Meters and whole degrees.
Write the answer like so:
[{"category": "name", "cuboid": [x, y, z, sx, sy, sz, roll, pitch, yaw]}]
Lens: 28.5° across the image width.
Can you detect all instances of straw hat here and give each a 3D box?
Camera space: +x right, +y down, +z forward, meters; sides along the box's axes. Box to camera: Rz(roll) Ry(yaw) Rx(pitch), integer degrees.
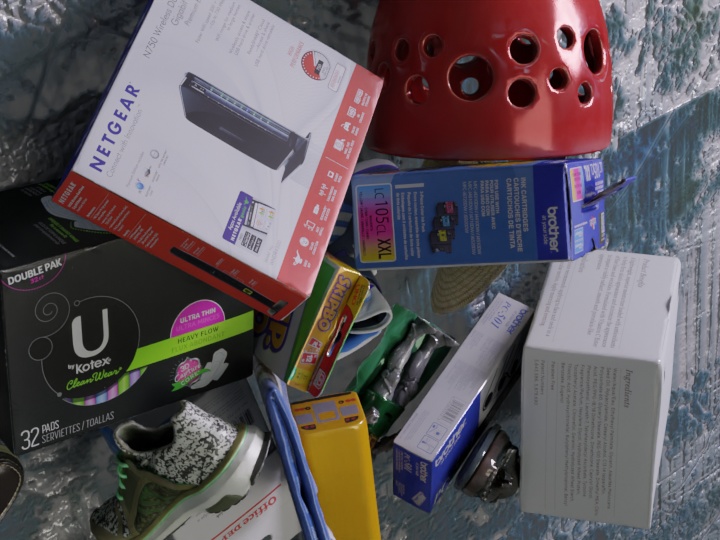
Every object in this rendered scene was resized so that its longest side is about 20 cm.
[{"category": "straw hat", "cuboid": [0.086, -0.061, 1.237, 0.085, 0.201, 0.201, 33, 87, -12]}]

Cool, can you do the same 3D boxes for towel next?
[{"category": "towel", "cuboid": [-0.053, 0.138, 1.099, 0.024, 0.200, 0.148, -17, 98, -5]}]

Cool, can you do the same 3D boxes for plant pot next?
[{"category": "plant pot", "cuboid": [0.100, -0.187, 1.132, 0.200, 0.200, 0.183, -10, 102, -38]}]

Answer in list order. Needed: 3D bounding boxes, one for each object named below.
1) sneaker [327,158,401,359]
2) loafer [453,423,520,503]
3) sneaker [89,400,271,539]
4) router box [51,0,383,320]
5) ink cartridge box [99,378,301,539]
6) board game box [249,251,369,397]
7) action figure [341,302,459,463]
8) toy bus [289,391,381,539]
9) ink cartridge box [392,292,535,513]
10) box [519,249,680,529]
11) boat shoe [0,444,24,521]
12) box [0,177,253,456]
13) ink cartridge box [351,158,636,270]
[{"category": "sneaker", "cuboid": [0.000, 0.000, 1.173, 0.200, 0.146, 0.081, -41, 133, -18]}, {"category": "loafer", "cuboid": [0.136, 0.192, 1.385, 0.072, 0.063, 0.200, -57, 172, 2]}, {"category": "sneaker", "cuboid": [-0.152, 0.143, 1.049, 0.089, 0.200, 0.077, 43, 41, -17]}, {"category": "router box", "cuboid": [-0.093, -0.092, 0.991, 0.179, 0.049, 0.201, 28, 57, -16]}, {"category": "ink cartridge box", "cuboid": [-0.131, 0.171, 1.201, 0.116, 0.068, 0.201, -36, 131, -21]}, {"category": "board game box", "cuboid": [-0.063, 0.018, 1.088, 0.030, 0.200, 0.096, 20, 97, -36]}, {"category": "action figure", "cuboid": [0.014, 0.136, 1.328, 0.118, 0.055, 0.200, 31, 94, -49]}, {"category": "toy bus", "cuboid": [-0.020, 0.206, 1.270, 0.065, 0.078, 0.201, -11, 116, -8]}, {"category": "ink cartridge box", "cuboid": [0.099, 0.124, 1.346, 0.200, 0.044, 0.094, -52, 156, -31]}, {"category": "box", "cuboid": [0.237, 0.110, 1.394, 0.199, 0.130, 0.201, -61, 153, -56]}, {"category": "boat shoe", "cuboid": [-0.318, 0.222, 1.061, 0.200, 0.065, 0.073, -52, 134, -10]}, {"category": "box", "cuboid": [-0.190, 0.018, 1.030, 0.199, 0.124, 0.149, -17, 123, -34]}, {"category": "ink cartridge box", "cuboid": [0.109, -0.045, 1.086, 0.136, 0.199, 0.077, -17, 106, -69]}]
